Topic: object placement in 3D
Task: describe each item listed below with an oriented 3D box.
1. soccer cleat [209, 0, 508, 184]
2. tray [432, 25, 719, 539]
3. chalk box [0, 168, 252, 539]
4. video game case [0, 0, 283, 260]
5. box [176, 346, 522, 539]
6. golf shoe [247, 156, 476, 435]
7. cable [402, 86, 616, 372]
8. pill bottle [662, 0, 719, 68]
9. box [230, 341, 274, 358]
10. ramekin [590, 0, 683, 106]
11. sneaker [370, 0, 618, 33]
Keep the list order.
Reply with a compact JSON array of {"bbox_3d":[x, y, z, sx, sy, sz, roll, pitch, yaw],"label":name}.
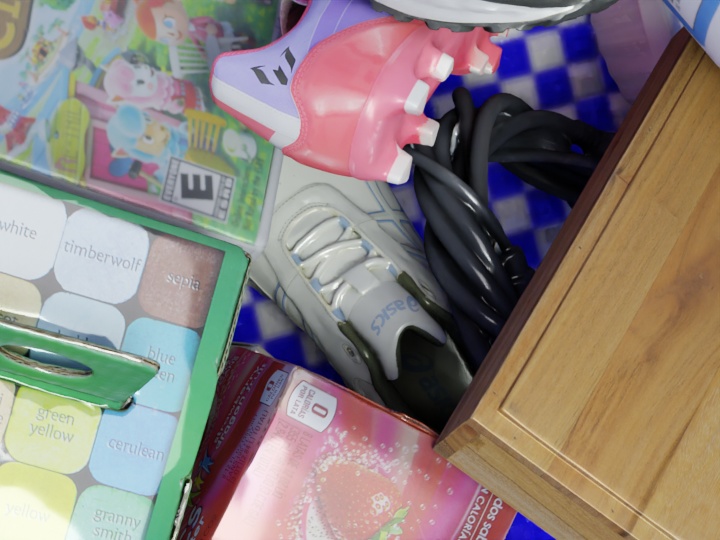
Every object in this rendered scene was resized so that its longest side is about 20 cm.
[{"bbox_3d":[0.011,-0.095,0.808,0.076,0.200,0.067,22,123,8],"label":"soccer cleat"},{"bbox_3d":[0.115,0.008,0.746,0.098,0.037,0.200,36,58,-5],"label":"tray"},{"bbox_3d":[-0.121,0.035,0.734,0.124,0.200,0.125,17,85,-16],"label":"chalk box"},{"bbox_3d":[-0.103,-0.119,0.797,0.181,0.022,0.201,19,62,-17],"label":"video game case"},{"bbox_3d":[-0.039,0.136,0.743,0.095,0.100,0.201,28,84,-15],"label":"box"},{"bbox_3d":[0.000,0.000,0.827,0.078,0.097,0.200,-42,100,-7],"label":"golf shoe"},{"bbox_3d":[0.086,0.012,0.846,0.199,0.051,0.164,32,50,-30],"label":"cable"},{"bbox_3d":[0.143,-0.130,0.738,0.112,0.112,0.200,-33,72,-15],"label":"pill bottle"},{"bbox_3d":[0.003,0.118,0.843,0.200,0.068,0.082,41,79,-13],"label":"box"},{"bbox_3d":[0.186,-0.123,0.886,0.199,0.105,0.202,0,89,-18],"label":"ramekin"},{"bbox_3d":[0.011,-0.146,0.758,0.074,0.200,0.080,-28,143,-43],"label":"sneaker"}]
